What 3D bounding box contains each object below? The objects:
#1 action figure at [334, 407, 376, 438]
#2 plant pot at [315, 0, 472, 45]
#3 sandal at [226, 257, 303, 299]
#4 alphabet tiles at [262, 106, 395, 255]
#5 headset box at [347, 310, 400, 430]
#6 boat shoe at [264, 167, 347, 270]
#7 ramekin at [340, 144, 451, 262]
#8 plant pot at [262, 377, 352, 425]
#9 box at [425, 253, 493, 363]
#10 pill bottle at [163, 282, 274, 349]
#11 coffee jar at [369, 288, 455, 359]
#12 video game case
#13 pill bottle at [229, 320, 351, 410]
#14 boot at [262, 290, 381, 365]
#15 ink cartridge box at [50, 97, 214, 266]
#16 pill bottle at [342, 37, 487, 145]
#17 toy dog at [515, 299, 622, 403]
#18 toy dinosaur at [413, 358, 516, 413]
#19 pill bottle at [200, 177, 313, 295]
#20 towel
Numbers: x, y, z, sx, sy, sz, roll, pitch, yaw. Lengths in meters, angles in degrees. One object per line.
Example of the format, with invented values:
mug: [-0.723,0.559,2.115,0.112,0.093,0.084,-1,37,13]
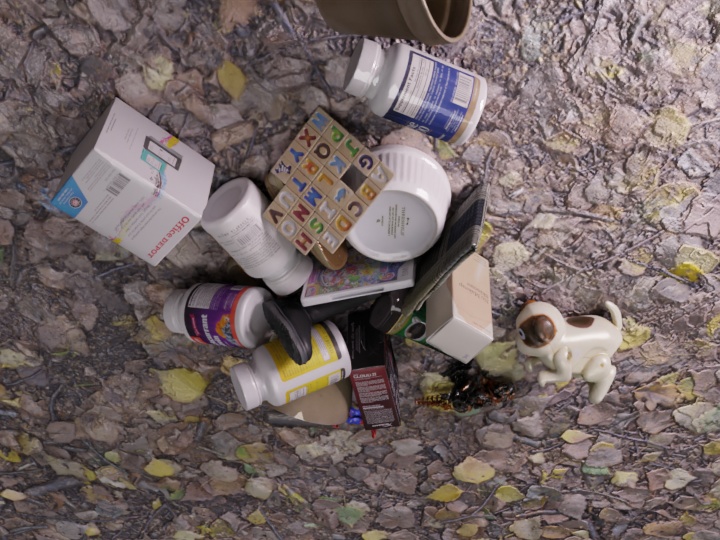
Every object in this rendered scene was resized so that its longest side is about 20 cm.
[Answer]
action figure: [-0.044,0.299,1.944,0.199,0.052,0.066,26,133,-16]
plant pot: [0.035,-0.393,1.227,0.172,0.201,0.201,-3,135,27]
sandal: [-0.167,0.042,1.709,0.199,0.054,0.080,35,125,-25]
alphabet tiles: [-0.066,-0.132,1.477,0.167,0.008,0.200,42,106,7]
headset box: [0.024,0.184,1.763,0.074,0.150,0.201,-8,132,7]
boat shoe: [-0.091,-0.087,1.550,0.064,0.071,0.201,-23,99,46]
ramekin: [0.053,-0.103,1.537,0.200,0.095,0.204,2,132,2]
plant pot: [-0.097,0.191,1.772,0.198,0.200,0.136,16,100,-12]
box: [0.170,0.051,1.599,0.094,0.201,0.078,29,128,-22]
pill bottle: [-0.262,0.080,1.684,0.198,0.112,0.112,3,137,32]
coffee jar: [0.120,0.088,1.713,0.198,0.086,0.105,21,132,-17]
video game case: [0.000,0.000,1.601,0.198,0.144,0.018,-11,120,13]
pill bottle: [-0.125,0.172,1.628,0.198,0.111,0.112,-21,136,-19]
boot: [-0.052,0.072,1.607,0.198,0.165,0.066,-19,133,-20]
ink cartridge box: [-0.364,-0.141,1.490,0.199,0.147,0.146,34,125,-25]
pill bottle: [0.079,-0.271,1.371,0.198,0.112,0.111,19,131,-14]
toy dog: [0.379,0.132,1.708,0.198,0.140,0.195,22,117,-16]
toy dinosaur: [0.213,0.256,1.863,0.199,0.103,0.136,-29,146,0]
pill bottle: [-0.173,-0.053,1.581,0.114,0.115,0.200,-24,127,23]
towel: [0.147,-0.031,1.534,0.034,0.193,0.200,34,127,-12]
